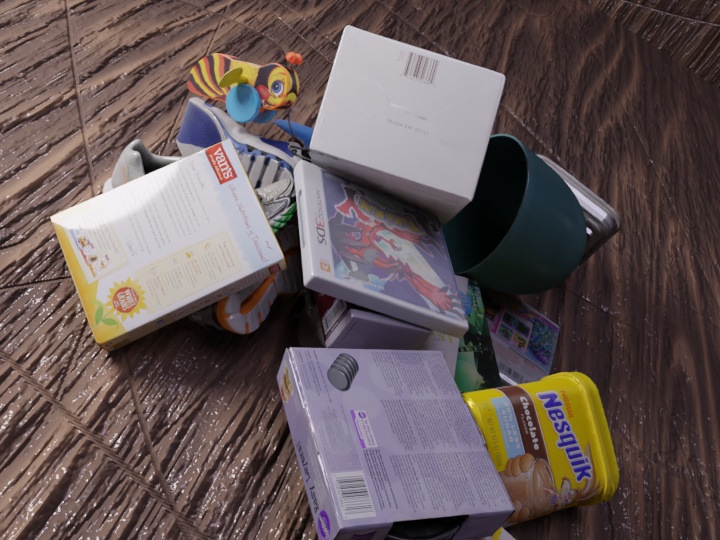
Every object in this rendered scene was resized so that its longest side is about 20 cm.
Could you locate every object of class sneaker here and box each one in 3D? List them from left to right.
[{"bbox_3d":[-0.195,-0.078,0.881,0.197,0.093,0.076,23,37,-15],"label":"sneaker"},{"bbox_3d":[-0.156,-0.062,0.831,0.197,0.087,0.078,-21,20,-19],"label":"sneaker"},{"bbox_3d":[-0.121,0.004,0.860,0.200,0.076,0.080,-43,123,-56],"label":"sneaker"},{"bbox_3d":[-0.143,-0.149,1.020,0.198,0.081,0.115,35,22,14],"label":"sneaker"}]

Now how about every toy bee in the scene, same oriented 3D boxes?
[{"bbox_3d":[-0.121,-0.239,0.988,0.197,0.110,0.131,25,17,-8],"label":"toy bee"}]

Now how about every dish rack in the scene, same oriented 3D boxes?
[{"bbox_3d":[0.297,-0.076,1.187,0.171,0.201,0.044,39,71,8],"label":"dish rack"}]

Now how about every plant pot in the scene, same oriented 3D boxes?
[{"bbox_3d":[0.214,-0.061,1.054,0.159,0.201,0.203,23,37,-28],"label":"plant pot"}]

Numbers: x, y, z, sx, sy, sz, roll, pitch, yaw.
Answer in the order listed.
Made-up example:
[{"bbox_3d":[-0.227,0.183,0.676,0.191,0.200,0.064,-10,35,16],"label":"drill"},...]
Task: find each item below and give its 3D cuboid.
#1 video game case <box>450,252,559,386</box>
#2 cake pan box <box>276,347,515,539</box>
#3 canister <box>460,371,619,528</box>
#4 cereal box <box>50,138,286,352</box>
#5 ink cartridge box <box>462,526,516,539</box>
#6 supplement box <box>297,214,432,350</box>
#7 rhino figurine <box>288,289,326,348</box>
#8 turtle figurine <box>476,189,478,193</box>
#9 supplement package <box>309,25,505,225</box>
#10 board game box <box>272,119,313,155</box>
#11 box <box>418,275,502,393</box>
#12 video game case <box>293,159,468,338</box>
[{"bbox_3d":[0.176,0.078,1.045,0.198,0.024,0.183,34,37,1],"label":"video game case"},{"bbox_3d":[0.029,0.162,0.715,0.181,0.053,0.202,2,44,-27],"label":"cake pan box"},{"bbox_3d":[0.183,0.197,0.840,0.197,0.086,0.152,-1,73,-37],"label":"canister"},{"bbox_3d":[-0.190,-0.027,0.763,0.197,0.040,0.146,-24,75,-9],"label":"cereal box"},{"bbox_3d":[0.097,0.292,0.715,0.199,0.068,0.116,40,38,8],"label":"ink cartridge box"},{"bbox_3d":[0.000,0.000,0.868,0.107,0.061,0.203,14,43,-30],"label":"supplement box"},{"bbox_3d":[-0.027,0.088,0.852,0.086,0.060,0.202,3,45,-32],"label":"rhino figurine"},{"bbox_3d":[0.169,-0.172,1.213,0.196,0.145,0.197,11,46,-21],"label":"turtle figurine"},{"bbox_3d":[0.050,-0.164,0.918,0.188,0.150,0.200,18,-4,0],"label":"supplement package"},{"bbox_3d":[-0.046,-0.160,1.115,0.156,0.039,0.199,8,24,-46],"label":"board game box"},{"bbox_3d":[0.102,0.095,0.916,0.142,0.036,0.204,12,57,-34],"label":"box"},{"bbox_3d":[0.021,-0.026,0.842,0.197,0.023,0.184,20,40,-27],"label":"video game case"}]
